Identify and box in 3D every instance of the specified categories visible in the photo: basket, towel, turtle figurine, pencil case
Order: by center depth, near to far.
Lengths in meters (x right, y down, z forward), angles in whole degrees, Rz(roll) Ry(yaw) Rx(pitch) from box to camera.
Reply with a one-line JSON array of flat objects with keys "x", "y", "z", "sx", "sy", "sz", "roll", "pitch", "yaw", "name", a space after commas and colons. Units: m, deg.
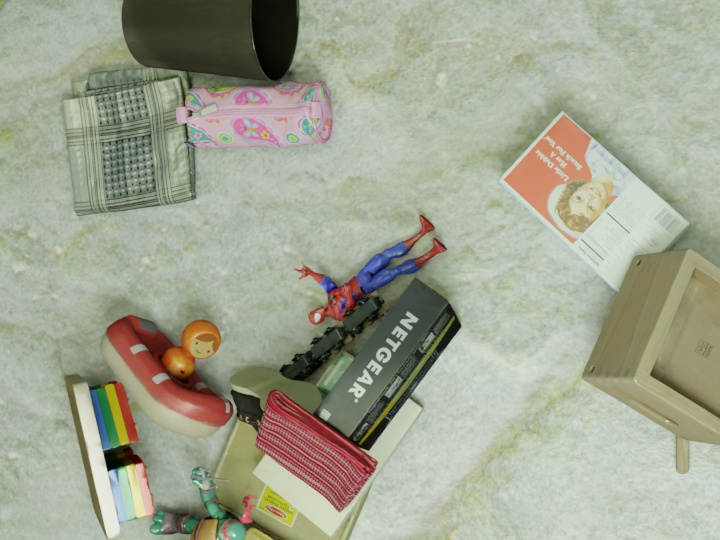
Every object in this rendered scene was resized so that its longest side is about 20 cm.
[{"x": -0.058, "y": 0.214, "z": 1.143, "sx": 0.144, "sy": 0.200, "sz": 0.022, "roll": 35, "pitch": 63, "yaw": 7, "name": "towel"}, {"x": -0.205, "y": 0.341, "z": 1.258, "sx": 0.200, "sy": 0.101, "sz": 0.150, "roll": -33, "pitch": 37, "yaw": 47, "name": "turtle figurine"}, {"x": -0.199, "y": -0.328, "z": 1.291, "sx": 0.199, "sy": 0.136, "sz": 0.181, "roll": 0, "pitch": 74, "yaw": 21, "name": "basket"}, {"x": -0.136, "y": -0.204, "z": 1.291, "sx": 0.199, "sy": 0.087, "sz": 0.088, "roll": 2, "pitch": 89, "yaw": 16, "name": "pencil case"}, {"x": -0.324, "y": -0.185, "z": 1.375, "sx": 0.192, "sy": 0.035, "sz": 0.201, "roll": -6, "pitch": 86, "yaw": 17, "name": "towel"}]

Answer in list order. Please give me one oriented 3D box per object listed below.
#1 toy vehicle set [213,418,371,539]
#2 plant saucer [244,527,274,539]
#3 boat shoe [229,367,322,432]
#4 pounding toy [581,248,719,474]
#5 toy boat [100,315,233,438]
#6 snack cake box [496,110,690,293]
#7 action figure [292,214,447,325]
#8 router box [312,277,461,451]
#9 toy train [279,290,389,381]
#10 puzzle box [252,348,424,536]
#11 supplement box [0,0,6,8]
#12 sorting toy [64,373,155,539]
[{"x": -0.097, "y": 0.291, "z": 1.296, "sx": 0.200, "sy": 0.027, "sz": 0.125, "roll": 26, "pitch": 96, "yaw": 16, "name": "toy vehicle set"}, {"x": -0.092, "y": 0.458, "z": 1.275, "sx": 0.200, "sy": 0.048, "sz": 0.200, "roll": 27, "pitch": 102, "yaw": 16, "name": "plant saucer"}, {"x": -0.101, "y": 0.174, "z": 1.236, "sx": 0.201, "sy": 0.074, "sz": 0.063, "roll": 11, "pitch": 116, "yaw": 58, "name": "boat shoe"}, {"x": 0.360, "y": 0.109, "z": 1.090, "sx": 0.200, "sy": 0.142, "sz": 0.184, "roll": 31, "pitch": 77, "yaw": -15, "name": "pounding toy"}, {"x": -0.234, "y": 0.120, "z": 1.284, "sx": 0.131, "sy": 0.130, "sz": 0.200, "roll": -46, "pitch": 67, "yaw": 5, "name": "toy boat"}, {"x": 0.276, "y": -0.079, "z": 1.168, "sx": 0.200, "sy": 0.067, "sz": 0.115, "roll": 45, "pitch": 103, "yaw": 14, "name": "snack cake box"}, {"x": 0.000, "y": 0.000, "z": 1.237, "sx": 0.200, "sy": 0.099, "sz": 0.065, "roll": -38, "pitch": 52, "yaw": 15, "name": "action figure"}, {"x": 0.036, "y": 0.117, "z": 1.170, "sx": 0.052, "sy": 0.157, "sz": 0.200, "roll": 36, "pitch": 85, "yaw": 17, "name": "router box"}, {"x": -0.031, "y": 0.088, "z": 1.247, "sx": 0.200, "sy": 0.046, "sz": 0.034, "roll": -41, "pitch": 72, "yaw": 34, "name": "toy train"}, {"x": -0.027, "y": 0.218, "z": 1.256, "sx": 0.133, "sy": 0.025, "sz": 0.200, "roll": 36, "pitch": 87, "yaw": 17, "name": "puzzle box"}, {"x": -0.652, "y": -0.417, "z": 1.431, "sx": 0.200, "sy": 0.134, "sz": 0.200, "roll": 41, "pitch": 100, "yaw": 14, "name": "supplement box"}, {"x": -0.331, "y": 0.233, "z": 1.300, "sx": 0.069, "sy": 0.200, "sz": 0.199, "roll": -13, "pitch": 92, "yaw": -20, "name": "sorting toy"}]
